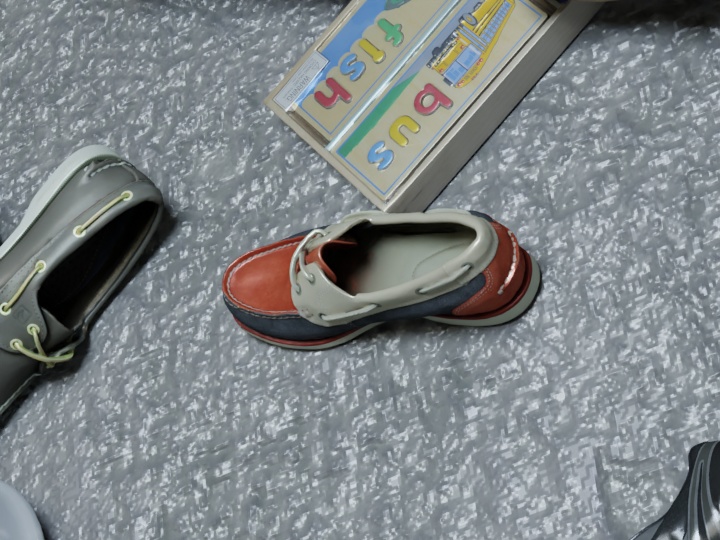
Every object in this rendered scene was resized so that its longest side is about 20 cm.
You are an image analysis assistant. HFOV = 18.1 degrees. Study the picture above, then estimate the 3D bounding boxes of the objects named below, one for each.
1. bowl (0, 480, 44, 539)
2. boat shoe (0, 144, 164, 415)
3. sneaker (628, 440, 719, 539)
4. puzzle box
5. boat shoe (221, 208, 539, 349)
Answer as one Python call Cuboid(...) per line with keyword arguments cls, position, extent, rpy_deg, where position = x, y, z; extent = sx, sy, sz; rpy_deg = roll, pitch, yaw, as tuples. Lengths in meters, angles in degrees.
Cuboid(cls="bowl", position=(-0.280, 0.196, 1.290), extent=(0.201, 0.090, 0.202), rpy_deg=(-23, 51, 31))
Cuboid(cls="boat shoe", position=(-0.193, 0.020, 1.354), extent=(0.060, 0.072, 0.202), rpy_deg=(33, 88, 38))
Cuboid(cls="sneaker", position=(0.154, 0.170, 1.058), extent=(0.083, 0.071, 0.200), rpy_deg=(6, 69, 53))
Cuboid(cls="puzzle box", position=(0.048, -0.134, 1.305), extent=(0.200, 0.025, 0.133), rpy_deg=(-49, 51, 2))
Cuboid(cls="boat shoe", position=(0.000, 0.000, 1.244), extent=(0.199, 0.063, 0.071), rpy_deg=(-3, 67, 34))
